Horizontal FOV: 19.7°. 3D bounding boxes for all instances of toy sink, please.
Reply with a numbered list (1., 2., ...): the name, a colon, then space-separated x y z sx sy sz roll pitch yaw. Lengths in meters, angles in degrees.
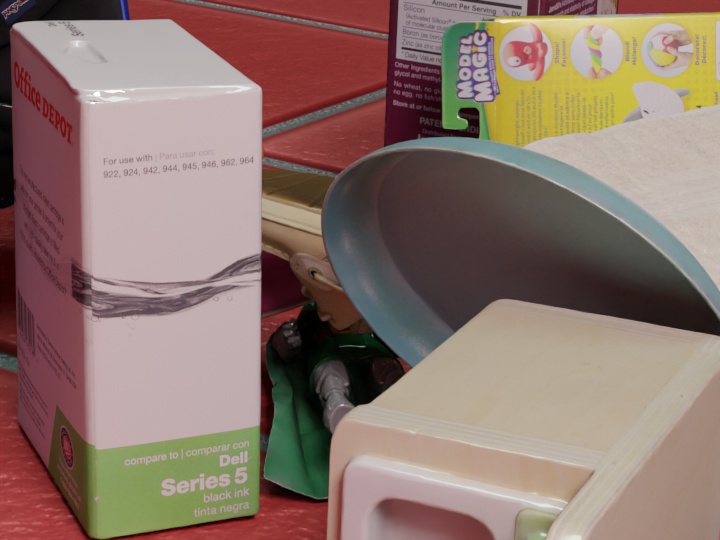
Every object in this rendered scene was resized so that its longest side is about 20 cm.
1. toy sink: 0.054 0.106 0.754 0.111 0.131 0.200 10 21 22

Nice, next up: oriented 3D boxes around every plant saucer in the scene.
1. plant saucer: 0.076 0.011 0.870 0.199 0.201 0.028 14 56 31

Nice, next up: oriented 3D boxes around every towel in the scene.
1. towel: 0.165 -0.022 0.975 0.199 0.035 0.133 -12 47 -32

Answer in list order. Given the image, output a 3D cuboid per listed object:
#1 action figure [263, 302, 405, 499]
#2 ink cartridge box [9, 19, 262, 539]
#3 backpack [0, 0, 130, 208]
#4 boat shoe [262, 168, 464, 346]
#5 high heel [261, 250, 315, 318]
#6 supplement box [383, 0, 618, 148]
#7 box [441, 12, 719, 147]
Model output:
1. action figure: -0.005 0.049 1.035 0.117 0.055 0.200 -1 17 -12
2. ink cartridge box: -0.104 -0.002 0.942 0.083 0.202 0.145 -6 20 -21
3. backpack: -0.228 -0.121 1.179 0.198 0.164 0.168 -8 17 -4
4. boat shoe: 0.000 0.000 0.989 0.199 0.065 0.072 18 16 18
5. high heel: -0.082 -0.024 1.084 0.199 0.097 0.067 -7 14 39
6. supplement box: 0.084 -0.100 1.245 0.103 0.202 0.131 12 20 26
7. box: 0.141 -0.082 1.137 0.198 0.118 0.048 -1 7 -7
